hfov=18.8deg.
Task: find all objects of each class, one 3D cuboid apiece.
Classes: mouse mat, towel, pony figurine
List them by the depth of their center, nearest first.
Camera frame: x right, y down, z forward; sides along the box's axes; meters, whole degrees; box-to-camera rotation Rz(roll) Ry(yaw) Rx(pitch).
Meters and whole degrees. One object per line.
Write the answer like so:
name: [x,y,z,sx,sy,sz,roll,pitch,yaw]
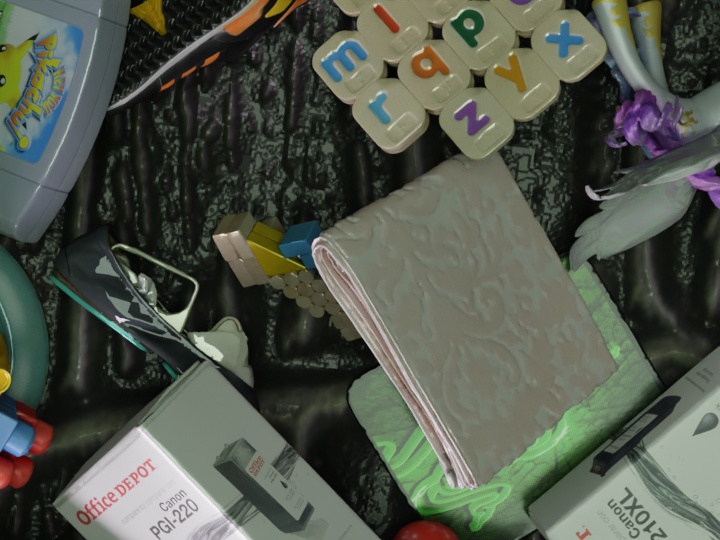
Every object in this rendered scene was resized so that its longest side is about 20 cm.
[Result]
towel: [0.073,0.027,1.440,0.032,0.200,0.191,-29,92,41]
pony figurine: [0.220,-0.094,1.458,0.193,0.167,0.201,-16,78,-7]
mouse mat: [0.110,0.100,1.526,0.200,0.008,0.161,-32,93,2]

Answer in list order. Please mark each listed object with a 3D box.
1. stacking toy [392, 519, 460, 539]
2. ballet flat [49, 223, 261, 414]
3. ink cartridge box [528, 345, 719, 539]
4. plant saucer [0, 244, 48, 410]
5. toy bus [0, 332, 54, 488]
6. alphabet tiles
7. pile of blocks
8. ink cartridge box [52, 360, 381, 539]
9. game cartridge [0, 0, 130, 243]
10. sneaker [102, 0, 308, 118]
stacking toy: [0.011,0.265,1.499,0.085,0.085,0.200,25,90,-2]
ballet flat: [-0.123,0.043,1.489,0.200,0.073,0.073,43,92,-1]
ink cartridge box: [0.237,0.162,1.489,0.200,0.084,0.145,-40,97,1]
plant saucer: [-0.318,0.057,1.507,0.199,0.027,0.201,0,94,-1]
toy bus: [-0.311,0.108,1.444,0.192,0.136,0.200,34,94,-19]
alphabet tiles: [0.067,-0.173,1.464,0.200,0.015,0.196,-41,64,2]
pile of blocks: [0.000,0.000,1.486,0.200,0.062,0.082,29,132,-3]
ink cartridge box: [-0.089,0.177,1.454,0.200,0.146,0.085,47,48,-2]
game cartridge: [-0.228,-0.127,1.462,0.133,0.040,0.201,21,93,27]
sneaker: [-0.123,-0.152,1.477,0.200,0.090,0.070,-29,67,24]
